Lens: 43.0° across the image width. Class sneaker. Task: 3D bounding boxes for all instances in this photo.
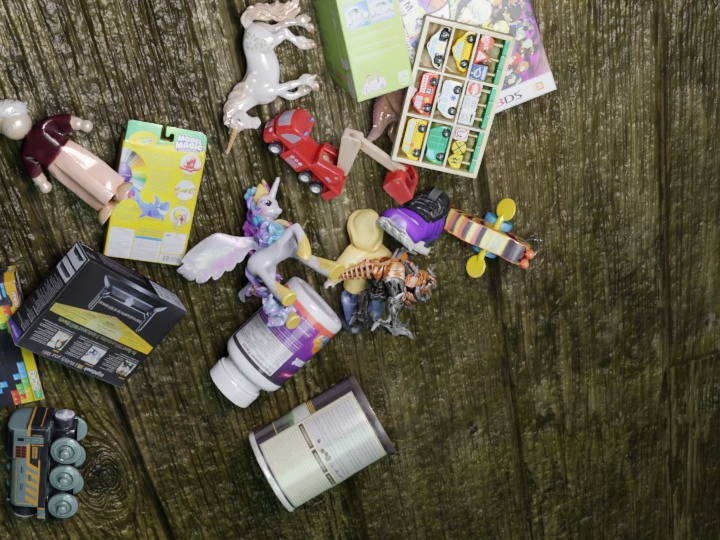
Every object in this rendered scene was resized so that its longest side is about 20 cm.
[{"bbox_3d":[0.088,-0.085,1.377,0.069,0.200,0.100,38,96,13],"label":"sneaker"}]

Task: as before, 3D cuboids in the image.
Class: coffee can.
[{"bbox_3d":[-0.063,0.283,1.505,0.199,0.146,0.147,-30,122,-4],"label":"coffee can"}]

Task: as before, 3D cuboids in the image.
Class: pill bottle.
[{"bbox_3d":[-0.135,0.115,1.415,0.200,0.111,0.111,-44,122,5],"label":"pill bottle"}]

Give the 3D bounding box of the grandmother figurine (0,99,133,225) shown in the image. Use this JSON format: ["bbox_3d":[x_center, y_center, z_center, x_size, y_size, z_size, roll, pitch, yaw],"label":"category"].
[{"bbox_3d":[-0.395,-0.154,1.195,0.200,0.061,0.121,37,99,-17],"label":"grandmother figurine"}]

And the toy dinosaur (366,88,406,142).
[{"bbox_3d":[0.081,-0.258,1.327,0.199,0.086,0.136,-23,119,0],"label":"toy dinosaur"}]

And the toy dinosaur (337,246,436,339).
[{"bbox_3d":[0.036,0.026,1.389,0.199,0.102,0.136,13,89,-26],"label":"toy dinosaur"}]

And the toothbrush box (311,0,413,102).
[{"bbox_3d":[-0.007,-0.346,1.211,0.086,0.146,0.201,-20,120,-9],"label":"toothbrush box"}]

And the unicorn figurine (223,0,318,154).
[{"bbox_3d":[-0.127,-0.270,1.257,0.137,0.074,0.201,-6,103,-7],"label":"unicorn figurine"}]

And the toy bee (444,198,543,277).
[{"bbox_3d":[0.231,-0.051,1.470,0.199,0.109,0.132,-3,114,-19],"label":"toy bee"}]

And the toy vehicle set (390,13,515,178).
[{"bbox_3d":[0.124,-0.235,1.245,0.124,0.027,0.201,11,113,-6],"label":"toy vehicle set"}]

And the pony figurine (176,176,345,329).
[{"bbox_3d":[-0.139,-0.014,1.316,0.193,0.200,0.166,-49,146,15],"label":"pony figurine"}]

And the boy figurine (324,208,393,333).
[{"bbox_3d":[0.000,0.000,1.434,0.124,0.064,0.201,-11,117,-23],"label":"boy figurine"}]

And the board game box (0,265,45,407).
[{"bbox_3d":[-0.550,0.105,1.291,0.164,0.057,0.201,-12,119,-15],"label":"board game box"}]

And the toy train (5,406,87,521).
[{"bbox_3d":[-0.484,0.298,1.402,0.113,0.085,0.201,7,115,-10],"label":"toy train"}]

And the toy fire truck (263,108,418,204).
[{"bbox_3d":[-0.027,-0.163,1.307,0.141,0.049,0.200,-18,131,38],"label":"toy fire truck"}]

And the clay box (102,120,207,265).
[{"bbox_3d":[-0.289,-0.111,1.282,0.114,0.048,0.201,8,112,-21],"label":"clay box"}]

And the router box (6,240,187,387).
[{"bbox_3d":[-0.371,0.067,1.304,0.157,0.052,0.200,-47,139,5],"label":"router box"}]

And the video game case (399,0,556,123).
[{"bbox_3d":[0.153,-0.308,1.250,0.180,0.036,0.201,-21,112,5],"label":"video game case"}]
